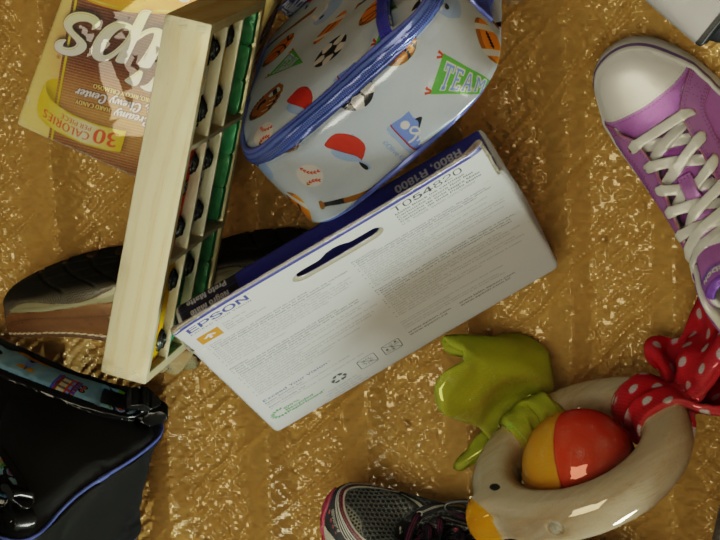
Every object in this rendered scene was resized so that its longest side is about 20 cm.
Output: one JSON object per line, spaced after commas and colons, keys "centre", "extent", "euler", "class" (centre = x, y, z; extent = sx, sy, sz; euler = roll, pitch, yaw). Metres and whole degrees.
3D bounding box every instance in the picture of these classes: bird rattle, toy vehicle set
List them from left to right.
{"centre": [-0.096, -0.049, 1.529], "extent": [0.026, 0.124, 0.202], "euler": [14, 105, 9], "class": "toy vehicle set"}
{"centre": [0.138, 0.100, 1.586], "extent": [0.198, 0.163, 0.113], "euler": [-2, 125, 21], "class": "bird rattle"}

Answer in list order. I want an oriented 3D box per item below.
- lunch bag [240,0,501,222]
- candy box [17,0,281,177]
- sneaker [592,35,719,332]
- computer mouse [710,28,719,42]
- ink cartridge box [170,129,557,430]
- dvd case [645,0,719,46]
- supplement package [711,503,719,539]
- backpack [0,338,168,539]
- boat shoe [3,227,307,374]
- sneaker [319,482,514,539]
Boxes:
{"centre": [0.012, -0.123, 1.517], "extent": [0.075, 0.200, 0.160], "euler": [41, 112, -18], "class": "lunch bag"}
{"centre": [-0.108, -0.155, 1.601], "extent": [0.115, 0.055, 0.201], "euler": [24, 109, 2], "class": "candy box"}
{"centre": [0.196, -0.038, 1.547], "extent": [0.072, 0.114, 0.201], "euler": [-35, 96, 21], "class": "sneaker"}
{"centre": [0.206, -0.223, 1.529], "extent": [0.058, 0.034, 0.202], "euler": [3, 107, 11], "class": "computer mouse"}
{"centre": [0.000, 0.000, 1.540], "extent": [0.199, 0.200, 0.041], "euler": [-30, 66, 4], "class": "ink cartridge box"}
{"centre": [0.157, -0.241, 1.522], "extent": [0.200, 0.018, 0.143], "euler": [42, 111, 9], "class": "dvd case"}
{"centre": [0.246, 0.212, 1.592], "extent": [0.110, 0.156, 0.201], "euler": [12, 109, 7], "class": "supplement package"}
{"centre": [-0.242, 0.119, 1.654], "extent": [0.199, 0.182, 0.135], "euler": [26, 123, 18], "class": "backpack"}
{"centre": [-0.113, 0.027, 1.651], "extent": [0.198, 0.076, 0.074], "euler": [-6, 109, 14], "class": "boat shoe"}
{"centre": [0.073, 0.166, 1.644], "extent": [0.199, 0.081, 0.075], "euler": [19, 136, 4], "class": "sneaker"}
